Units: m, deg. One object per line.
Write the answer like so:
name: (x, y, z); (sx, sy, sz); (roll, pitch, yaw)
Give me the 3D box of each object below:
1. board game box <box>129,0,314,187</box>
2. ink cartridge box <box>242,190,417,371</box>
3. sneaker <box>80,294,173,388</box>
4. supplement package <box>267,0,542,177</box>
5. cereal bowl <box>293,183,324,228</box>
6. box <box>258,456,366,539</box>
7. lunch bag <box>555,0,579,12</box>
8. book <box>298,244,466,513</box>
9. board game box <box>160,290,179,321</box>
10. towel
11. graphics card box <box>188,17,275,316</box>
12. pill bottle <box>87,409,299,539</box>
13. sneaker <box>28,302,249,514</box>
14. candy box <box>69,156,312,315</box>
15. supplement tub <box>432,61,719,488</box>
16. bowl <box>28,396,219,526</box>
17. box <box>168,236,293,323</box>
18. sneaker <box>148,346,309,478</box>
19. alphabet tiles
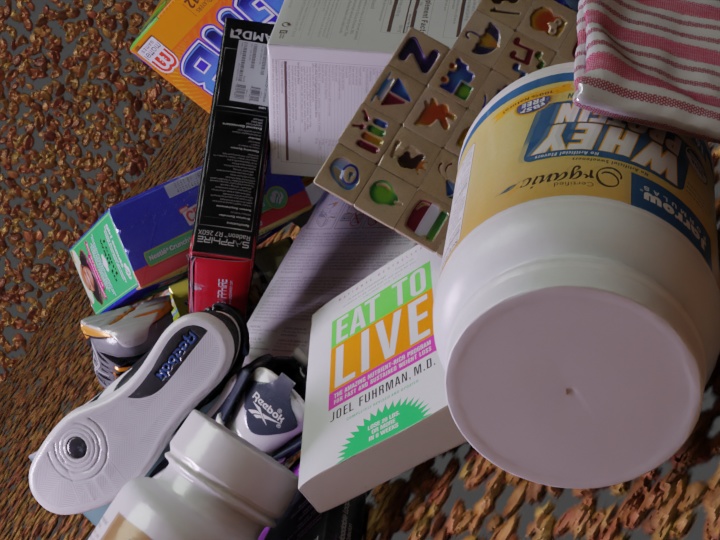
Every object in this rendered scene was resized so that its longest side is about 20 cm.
board game box: (-0.037, -0.238, 1.378); (0.200, 0.199, 0.201); (-33, 25, 51)
ink cartridge box: (0.000, 0.000, 1.278); (0.160, 0.050, 0.201); (0, 53, 51)
sneaker: (-0.191, 0.068, 1.356); (0.077, 0.078, 0.200); (-13, -2, -11)
supplement package: (0.037, -0.138, 1.209); (0.110, 0.198, 0.115); (-77, -9, -54)
cereal bowl: (0.021, -0.107, 1.455); (0.200, 0.083, 0.201); (-49, 17, 20)
box: (-0.051, 0.206, 1.105); (0.143, 0.036, 0.201); (-48, 17, 25)
lunch bag: (0.232, -0.243, 1.133); (0.151, 0.094, 0.199); (-57, 27, -12)
book: (0.024, 0.065, 1.083); (0.133, 0.048, 0.201); (-29, 27, 16)
board game box: (-0.146, 0.073, 1.551); (0.103, 0.104, 0.200); (-50, 15, 19)
towel: (0.189, -0.128, 0.869); (0.201, 0.145, 0.030); (-76, -3, -53)
graphics card box: (-0.097, -0.077, 1.243); (0.126, 0.050, 0.202); (104, 172, -67)
pill bottle: (-0.128, 0.201, 1.066); (0.201, 0.114, 0.114); (-57, 15, -5)
sneaker: (-0.156, 0.106, 1.223); (0.200, 0.073, 0.112); (-42, -5, 13)
candy box: (-0.151, -0.035, 1.397); (0.168, 0.078, 0.200); (-25, -2, -21)
supplement tub: (0.113, -0.001, 0.828); (0.145, 0.144, 0.201); (-45, 18, 32)
bowl: (-0.166, 0.156, 1.353); (0.199, 0.106, 0.201); (-27, -1, 0)
box: (-0.098, 0.023, 1.412); (0.050, 0.076, 0.200); (-21, 3, 18)
sneaker: (-0.090, 0.130, 1.166); (0.199, 0.079, 0.130); (-45, -8, -44)
alphabet tiles: (0.088, -0.103, 1.112); (0.201, 0.166, 0.008); (-58, -13, -11)
